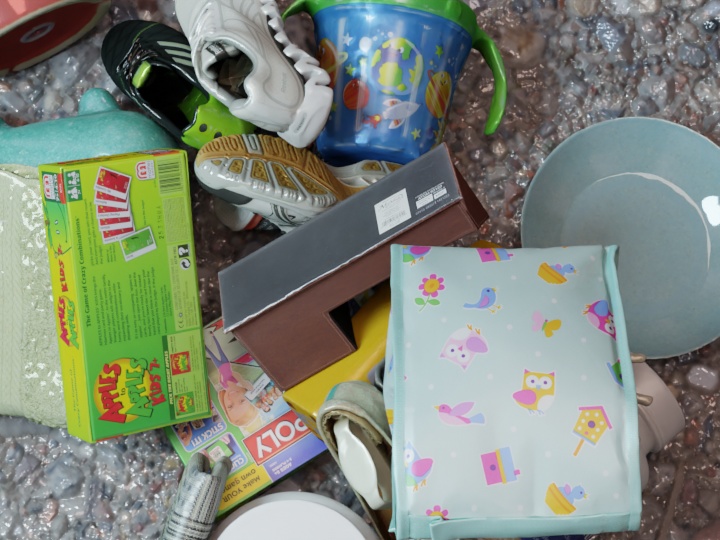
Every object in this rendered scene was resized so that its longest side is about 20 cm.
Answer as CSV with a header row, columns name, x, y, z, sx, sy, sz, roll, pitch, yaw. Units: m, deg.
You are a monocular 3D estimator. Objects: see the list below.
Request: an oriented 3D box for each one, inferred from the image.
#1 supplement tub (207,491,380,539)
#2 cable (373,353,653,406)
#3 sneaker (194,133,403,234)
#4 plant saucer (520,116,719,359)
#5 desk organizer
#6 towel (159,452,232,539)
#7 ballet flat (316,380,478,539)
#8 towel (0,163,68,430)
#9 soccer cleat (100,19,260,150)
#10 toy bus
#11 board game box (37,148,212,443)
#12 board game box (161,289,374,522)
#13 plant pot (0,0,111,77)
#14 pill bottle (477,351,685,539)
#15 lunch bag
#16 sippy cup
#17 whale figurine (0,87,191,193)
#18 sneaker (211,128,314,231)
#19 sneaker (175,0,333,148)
name,x,y,z,sx,sy,sz,roll,pitch,yaw
supplement tub,-0.045,0.236,1.244,0.143,0.200,0.146,0,76,0
cable,0.112,0.069,1.267,0.198,0.050,0.098,12,57,-3
sneaker,-0.040,-0.042,1.336,0.198,0.088,0.076,12,38,-25
plant saucer,0.226,-0.023,1.415,0.199,0.039,0.203,0,75,-2
desk organizer,0.000,0.000,1.280,0.199,0.077,0.072,-29,36,13
towel,-0.137,0.224,1.236,0.034,0.200,0.194,21,87,-5
ballet flat,0.027,0.172,1.233,0.067,0.062,0.201,-34,89,22
towel,-0.270,0.018,1.332,0.147,0.036,0.202,5,101,13
soccer cleat,-0.156,-0.152,1.377,0.200,0.081,0.068,40,101,40
toy bus,0.038,0.052,1.325,0.200,0.065,0.078,-47,122,-13
board game box,-0.173,0.016,1.293,0.101,0.047,0.202,-10,100,-30
board game box,-0.063,0.087,1.376,0.199,0.029,0.135,-31,78,-11
plant pot,-0.298,-0.260,1.387,0.199,0.200,0.179,-28,87,-10
pill bottle,0.147,0.152,1.325,0.200,0.111,0.111,-39,80,-12
lunch bag,0.100,0.090,1.173,0.168,0.122,0.202,-1,56,0
sippy cup,0.020,-0.147,1.395,0.176,0.140,0.132,3,80,22
whale figurine,-0.231,-0.078,1.374,0.198,0.104,0.161,19,75,1
sneaker,-0.080,-0.118,1.423,0.081,0.077,0.202,10,64,-33
sneaker,-0.098,-0.171,1.331,0.080,0.076,0.200,5,32,-39
